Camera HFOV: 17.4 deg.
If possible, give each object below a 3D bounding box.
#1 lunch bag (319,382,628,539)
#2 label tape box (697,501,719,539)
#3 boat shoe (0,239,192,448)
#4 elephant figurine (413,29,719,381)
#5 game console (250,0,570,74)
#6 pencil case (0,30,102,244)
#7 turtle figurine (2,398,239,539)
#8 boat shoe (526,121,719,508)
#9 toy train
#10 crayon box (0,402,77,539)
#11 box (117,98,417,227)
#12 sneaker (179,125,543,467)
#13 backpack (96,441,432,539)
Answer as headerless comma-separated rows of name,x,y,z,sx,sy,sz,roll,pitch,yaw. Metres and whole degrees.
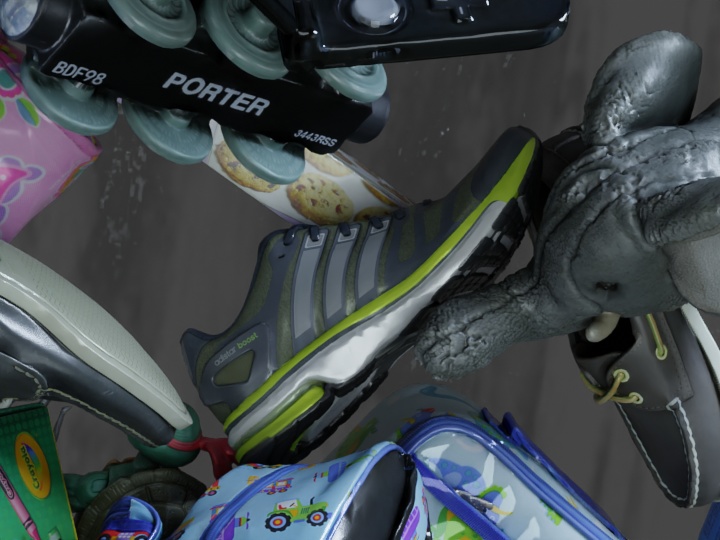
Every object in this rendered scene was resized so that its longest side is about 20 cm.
lunch bag,0.053,0.162,1.156,0.161,0.082,0.200,-45,109,4
label tape box,0.290,0.109,1.182,0.200,0.063,0.144,16,104,-13
boat shoe,-0.160,0.026,1.012,0.200,0.072,0.068,33,102,-30
elephant figurine,0.140,-0.027,1.006,0.200,0.141,0.155,0,93,-36
game console,-0.013,-0.190,0.955,0.176,0.200,0.116,-6,143,-7
pencil case,-0.208,-0.024,1.057,0.200,0.087,0.087,-42,109,5
turtle figurine,-0.113,0.118,1.110,0.150,0.101,0.200,19,110,-13
boat shoe,0.125,0.028,1.121,0.061,0.072,0.201,-26,104,-26
toy train,-0.074,-0.108,1.000,0.200,0.114,0.085,13,134,-41
crayon box,-0.181,0.169,1.072,0.119,0.058,0.200,-14,89,34
box,-0.050,-0.060,1.089,0.200,0.039,0.041,36,99,-17
sneaker,0.000,0.000,1.057,0.200,0.074,0.081,-42,76,-3
backpack,-0.046,0.166,1.008,0.134,0.200,0.183,10,136,21
